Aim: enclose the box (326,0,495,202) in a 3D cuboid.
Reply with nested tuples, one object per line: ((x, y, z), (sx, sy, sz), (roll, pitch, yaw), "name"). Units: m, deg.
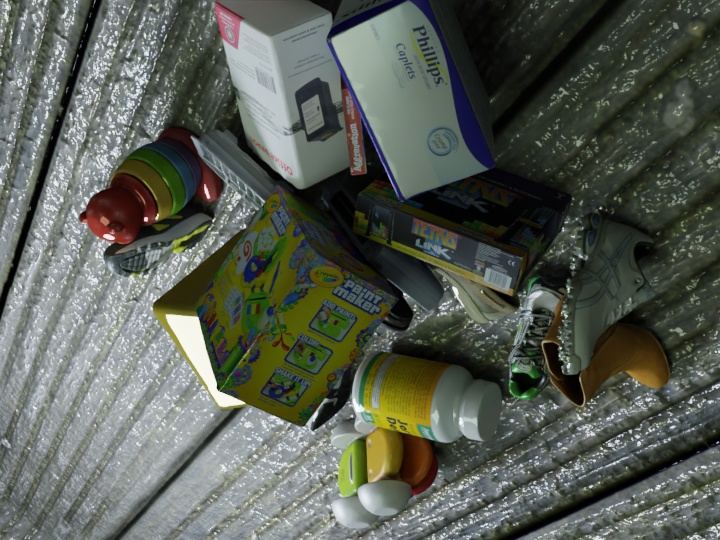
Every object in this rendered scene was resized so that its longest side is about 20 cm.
((0.057, -0.203, 0.938), (0.105, 0.200, 0.184), (-20, 116, 16), "box")

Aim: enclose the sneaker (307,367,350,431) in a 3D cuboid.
((-0.080, 0.175, 1.514), (0.115, 0.076, 0.201), (44, 147, 21), "sneaker")

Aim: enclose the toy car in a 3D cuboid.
((0.043, 0.317, 1.490), (0.150, 0.175, 0.200), (13, 147, -26), "toy car")

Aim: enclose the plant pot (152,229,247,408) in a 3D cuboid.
((-0.136, 0.073, 1.325), (0.176, 0.200, 0.200), (2, 128, 50), "plant pot")

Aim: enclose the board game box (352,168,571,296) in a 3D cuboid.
((0.118, -0.065, 1.054), (0.200, 0.165, 0.057), (22, 128, 19), "board game box")

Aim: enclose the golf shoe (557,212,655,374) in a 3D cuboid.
((0.270, 0.026, 1.004), (0.097, 0.200, 0.078), (13, 151, 13), "golf shoe")

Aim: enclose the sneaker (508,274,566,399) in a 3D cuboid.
((0.232, 0.089, 1.172), (0.078, 0.085, 0.200), (19, 135, 23), "sneaker")

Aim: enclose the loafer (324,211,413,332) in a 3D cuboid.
((0.000, 0.000, 1.265), (0.200, 0.072, 0.063), (43, 123, 17), "loafer")

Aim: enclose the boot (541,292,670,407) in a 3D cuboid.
((0.288, 0.112, 1.098), (0.071, 0.144, 0.201), (-16, 121, 48), "boot")

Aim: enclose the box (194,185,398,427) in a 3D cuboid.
((-0.084, 0.037, 1.089), (0.122, 0.200, 0.193), (29, 105, -28), "box")

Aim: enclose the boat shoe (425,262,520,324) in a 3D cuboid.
((0.132, -0.018, 1.167), (0.065, 0.072, 0.200), (-21, 114, 37), "boat shoe")

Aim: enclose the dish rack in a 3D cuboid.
((-0.147, -0.123, 1.242), (0.172, 0.044, 0.200), (43, 175, -2), "dish rack")

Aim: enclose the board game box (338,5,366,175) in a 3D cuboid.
((-0.010, -0.203, 1.017), (0.019, 0.200, 0.103), (-6, 129, 3), "board game box")

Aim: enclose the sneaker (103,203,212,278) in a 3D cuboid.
((-0.315, -0.053, 1.378), (0.085, 0.200, 0.075), (41, 126, 14), "sneaker")

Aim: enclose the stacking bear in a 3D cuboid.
((-0.306, -0.110, 1.308), (0.121, 0.200, 0.114), (22, 135, 20), "stacking bear")

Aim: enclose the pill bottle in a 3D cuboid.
((0.098, 0.186, 1.340), (0.200, 0.113, 0.113), (8, 130, 31), "pill bottle")

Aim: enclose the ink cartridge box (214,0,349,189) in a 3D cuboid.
((-0.088, -0.219, 1.099), (0.145, 0.084, 0.200), (41, 150, 45), "ink cartridge box")

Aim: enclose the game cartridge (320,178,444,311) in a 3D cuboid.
((0.029, -0.033, 1.147), (0.133, 0.040, 0.200), (42, -172, -36), "game cartridge")
